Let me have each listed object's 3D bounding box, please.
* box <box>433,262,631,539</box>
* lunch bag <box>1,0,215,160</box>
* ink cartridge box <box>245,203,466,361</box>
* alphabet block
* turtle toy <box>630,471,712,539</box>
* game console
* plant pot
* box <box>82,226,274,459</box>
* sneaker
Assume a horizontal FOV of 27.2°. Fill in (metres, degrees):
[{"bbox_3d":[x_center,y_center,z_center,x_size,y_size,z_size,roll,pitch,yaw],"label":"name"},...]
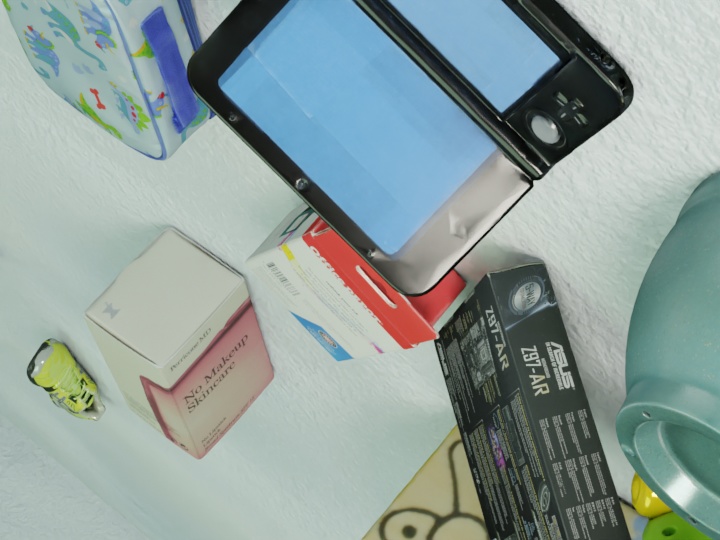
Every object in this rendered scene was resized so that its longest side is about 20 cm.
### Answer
[{"bbox_3d":[0.113,0.114,1.031,0.160,0.043,0.202,120,137,-68],"label":"box"},{"bbox_3d":[-0.187,-0.182,1.097,0.160,0.082,0.201,32,156,28],"label":"lunch bag"},{"bbox_3d":[0.000,0.000,1.126,0.116,0.067,0.200,47,159,-11],"label":"ink cartridge box"},{"bbox_3d":[0.126,0.277,1.252,0.199,0.195,0.197,30,153,33],"label":"alphabet block"},{"bbox_3d":[0.233,0.180,0.940,0.144,0.201,0.102,11,125,-3],"label":"turtle toy"},{"bbox_3d":[0.021,-0.105,0.828,0.200,0.116,0.176,44,159,-3],"label":"game console"},{"bbox_3d":[0.217,0.065,0.774,0.200,0.134,0.201,36,157,18],"label":"plant pot"},{"bbox_3d":[-0.178,0.077,1.501,0.109,0.128,0.201,32,157,24],"label":"box"},{"bbox_3d":[-0.428,0.162,2.195,0.076,0.076,0.200,26,164,20],"label":"sneaker"}]
